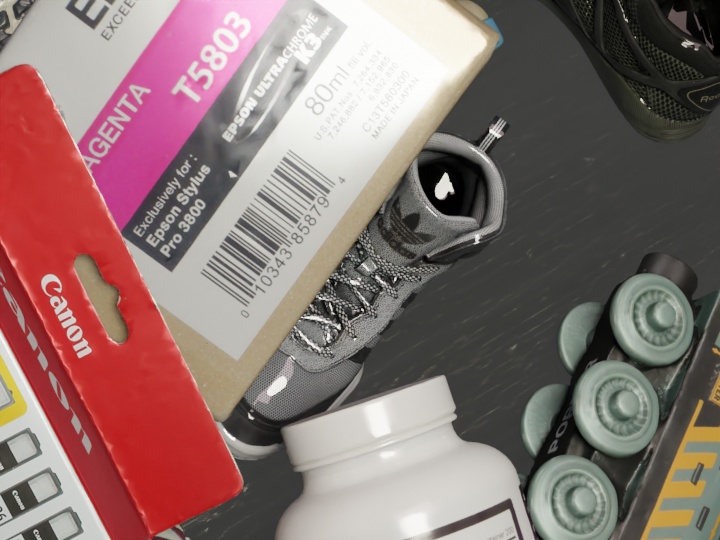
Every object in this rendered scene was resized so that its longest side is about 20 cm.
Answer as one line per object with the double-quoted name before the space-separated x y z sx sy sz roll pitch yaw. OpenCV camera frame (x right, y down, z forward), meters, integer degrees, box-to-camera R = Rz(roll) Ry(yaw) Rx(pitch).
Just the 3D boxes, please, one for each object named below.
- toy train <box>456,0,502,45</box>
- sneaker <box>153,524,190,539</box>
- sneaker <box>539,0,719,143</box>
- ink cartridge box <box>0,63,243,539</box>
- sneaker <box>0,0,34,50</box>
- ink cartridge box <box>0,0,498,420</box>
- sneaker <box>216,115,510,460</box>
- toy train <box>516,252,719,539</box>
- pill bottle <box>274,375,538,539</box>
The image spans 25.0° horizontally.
"toy train" -0.025 -0.126 0.843 0.199 0.085 0.116 -32 95 -22
"sneaker" -0.102 0.117 0.719 0.199 0.075 0.090 27 48 7
"sneaker" 0.139 -0.175 0.884 0.076 0.114 0.200 -29 75 -24
"ink cartridge box" -0.160 0.046 0.607 0.174 0.084 0.201 -27 99 -1
"sneaker" -0.126 -0.060 0.779 0.077 0.086 0.201 -27 91 -12
"ink cartridge box" -0.066 -0.067 0.686 0.164 0.075 0.201 35 94 -8
"sneaker" 0.000 0.000 0.775 0.075 0.114 0.200 42 64 -3
"toy train" 0.138 0.090 0.796 0.113 0.085 0.201 32 65 -9
"pill bottle" 0.031 0.153 0.704 0.112 0.112 0.202 -17 86 -19
